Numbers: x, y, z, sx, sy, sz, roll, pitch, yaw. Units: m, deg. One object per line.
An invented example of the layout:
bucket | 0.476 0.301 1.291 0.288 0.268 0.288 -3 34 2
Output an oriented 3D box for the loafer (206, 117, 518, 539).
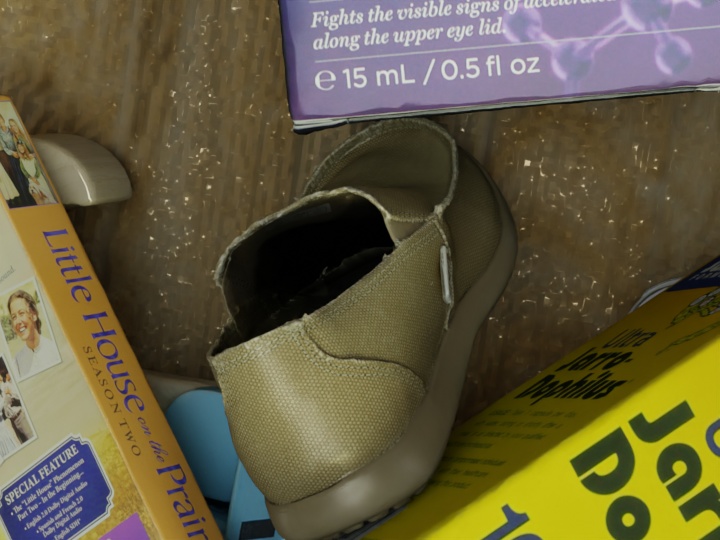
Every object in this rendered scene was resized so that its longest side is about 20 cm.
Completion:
loafer | 0.000 0.000 0.809 0.076 0.200 0.068 -22 115 17

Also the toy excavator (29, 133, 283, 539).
toy excavator | -0.056 0.064 0.885 0.199 0.100 0.196 12 98 15

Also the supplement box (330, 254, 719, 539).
supplement box | 0.076 0.087 0.769 0.199 0.109 0.109 -33 97 -15

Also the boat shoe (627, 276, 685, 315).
boat shoe | 0.121 0.103 0.871 0.069 0.066 0.201 -5 96 9

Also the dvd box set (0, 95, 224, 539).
dvd box set | -0.123 0.065 0.868 0.146 0.029 0.201 -38 73 35

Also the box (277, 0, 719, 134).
box | 0.046 -0.151 0.831 0.147 0.104 0.201 -6 97 9
